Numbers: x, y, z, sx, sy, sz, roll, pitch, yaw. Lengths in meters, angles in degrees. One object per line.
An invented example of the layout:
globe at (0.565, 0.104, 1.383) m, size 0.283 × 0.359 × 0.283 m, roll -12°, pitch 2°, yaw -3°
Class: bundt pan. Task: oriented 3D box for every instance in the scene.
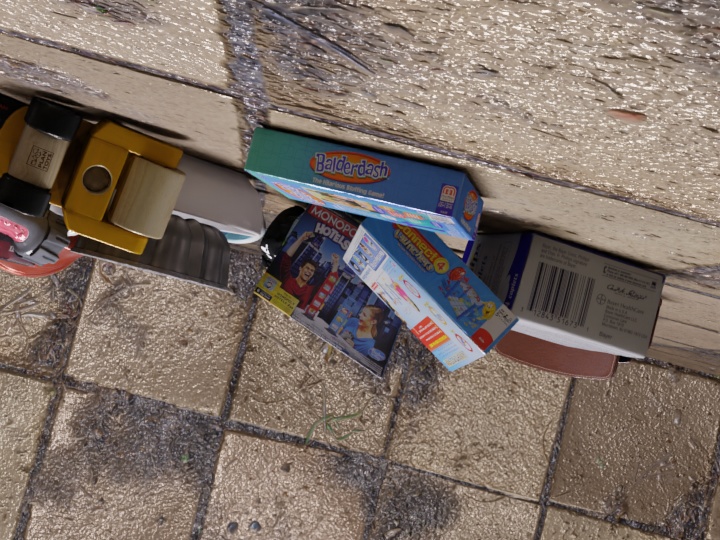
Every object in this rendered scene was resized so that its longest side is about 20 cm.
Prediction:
bundt pan at (-0.250, -0.034, 1.404) m, size 0.201 × 0.076 × 0.202 m, roll 15°, pitch 176°, yaw 1°

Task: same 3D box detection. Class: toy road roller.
toy road roller at (-0.305, -0.114, 1.268) m, size 0.199 × 0.123 × 0.146 m, roll 21°, pitch -173°, yaw -21°

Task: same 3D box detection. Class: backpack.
backpack at (-0.017, -0.017, 1.580) m, size 0.200 × 0.154 × 0.163 m, roll 36°, pitch 179°, yaw 13°

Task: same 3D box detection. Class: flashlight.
flashlight at (-0.409, -0.056, 1.252) m, size 0.067 × 0.068 × 0.200 m, roll -14°, pitch 155°, yaw 23°

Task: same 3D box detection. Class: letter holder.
letter holder at (0.310, 0.083, 1.644) m, size 0.199 × 0.143 × 0.100 m, roll 11°, pitch 175°, yaw 40°

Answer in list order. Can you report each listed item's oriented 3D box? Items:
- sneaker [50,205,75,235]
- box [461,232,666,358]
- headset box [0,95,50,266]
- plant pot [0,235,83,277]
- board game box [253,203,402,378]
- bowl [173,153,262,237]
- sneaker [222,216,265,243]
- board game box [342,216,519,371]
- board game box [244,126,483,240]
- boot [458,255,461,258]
sneaker at (-0.423, -0.127, 1.437) m, size 0.200 × 0.076 × 0.105 m, roll 42°, pitch 170°, yaw 12°
box at (0.231, 0.028, 1.376) m, size 0.183 × 0.106 × 0.200 m, roll 17°, pitch 175°, yaw -17°
headset box at (-0.435, -0.099, 1.322) m, size 0.075 × 0.201 × 0.148 m, roll 12°, pitch 177°, yaw 32°
plant pot at (-0.428, -0.095, 1.607) m, size 0.200 × 0.202 × 0.195 m, roll 17°, pitch 167°, yaw -35°
board game box at (0.000, 0.000, 1.468) m, size 0.199 × 0.200 × 0.062 m, roll 34°, pitch 180°, yaw 3°
bowl at (-0.233, -0.104, 1.448) m, size 0.199 × 0.075 × 0.200 m, roll 17°, pitch 175°, yaw -34°
sneaker at (-0.191, -0.081, 1.658) m, size 0.199 × 0.080 × 0.130 m, roll 24°, pitch 180°, yaw 32°
board game box at (0.074, 0.019, 1.315) m, size 0.196 × 0.056 × 0.200 m, roll 46°, pitch 168°, yaw 2°
board game box at (0.008, -0.079, 1.075) m, size 0.199 × 0.045 × 0.152 m, roll 13°, pitch 177°, yaw 13°
boot at (0.109, 0.003, 1.786) m, size 0.197 × 0.074 × 0.162 m, roll 21°, pitch 177°, yaw 24°
